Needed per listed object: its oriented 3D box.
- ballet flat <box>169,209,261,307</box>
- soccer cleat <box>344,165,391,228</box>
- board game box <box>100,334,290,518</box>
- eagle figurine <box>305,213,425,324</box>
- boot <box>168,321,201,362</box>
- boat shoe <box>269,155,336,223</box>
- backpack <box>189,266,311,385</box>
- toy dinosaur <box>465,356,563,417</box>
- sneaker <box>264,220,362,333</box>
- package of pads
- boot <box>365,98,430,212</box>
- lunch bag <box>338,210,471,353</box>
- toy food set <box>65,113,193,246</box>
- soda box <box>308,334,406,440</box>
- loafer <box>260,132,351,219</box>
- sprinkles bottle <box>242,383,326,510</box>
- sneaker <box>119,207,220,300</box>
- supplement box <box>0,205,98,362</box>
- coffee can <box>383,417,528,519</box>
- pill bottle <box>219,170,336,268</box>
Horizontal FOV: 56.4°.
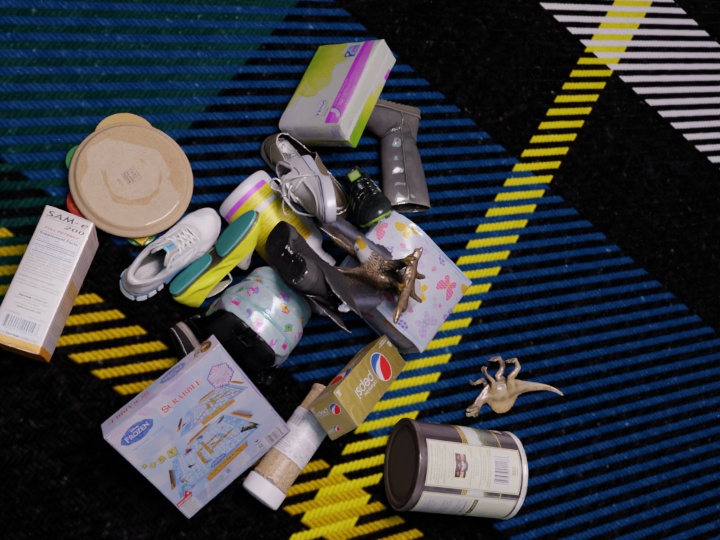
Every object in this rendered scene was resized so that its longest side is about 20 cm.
[{"bbox_3d":[-0.218,-0.013,1.077,0.200,0.067,0.067,-42,127,8],"label":"ballet flat"},{"bbox_3d":[0.005,-0.129,1.153,0.067,0.200,0.081,-29,110,2],"label":"soccer cleat"},{"bbox_3d":[-0.235,0.231,0.986,0.199,0.041,0.200,-39,121,-12],"label":"board game box"},{"bbox_3d":[-0.001,-0.006,1.057,0.152,0.198,0.153,-33,126,-55],"label":"eagle figurine"},{"bbox_3d":[-0.296,0.195,1.029,0.149,0.073,0.202,-21,94,-24],"label":"boot"},{"bbox_3d":[-0.099,-0.129,1.057,0.085,0.202,0.075,-8,124,-17],"label":"boat shoe"},{"bbox_3d":[-0.162,0.078,1.034,0.166,0.200,0.127,37,66,-8],"label":"backpack"},{"bbox_3d":[0.273,0.214,1.256,0.198,0.058,0.102,-13,98,-15],"label":"toy dinosaur"},{"bbox_3d":[-0.070,0.005,0.981,0.104,0.200,0.060,34,101,-34],"label":"sneaker"},{"bbox_3d":[-0.044,-0.315,1.195,0.068,0.153,0.201,46,60,-47],"label":"package of pads"},{"bbox_3d":[0.046,-0.213,1.257,0.180,0.072,0.202,3,84,-18],"label":"boot"},{"bbox_3d":[0.064,0.018,1.175,0.200,0.127,0.170,44,69,-17],"label":"lunch bag"},{"bbox_3d":[-0.374,-0.146,1.088,0.200,0.049,0.199,39,68,-9],"label":"toy food set"},{"bbox_3d":[-0.001,0.186,1.092,0.068,0.064,0.200,54,34,-3],"label":"soda box"},{"bbox_3d":[-0.094,-0.165,1.185,0.200,0.070,0.075,42,68,-7],"label":"loafer"},{"bbox_3d":[-0.105,0.281,1.082,0.068,0.068,0.201,40,68,-8],"label":"sprinkles bottle"},{"bbox_3d":[-0.295,-0.032,1.072,0.075,0.087,0.200,44,66,-4],"label":"sneaker"},{"bbox_3d":[-0.456,0.023,0.978,0.073,0.126,0.202,20,71,-13],"label":"supplement box"},{"bbox_3d":[0.157,0.334,1.125,0.198,0.146,0.148,12,74,-18],"label":"coffee can"},{"bbox_3d":[-0.134,-0.062,1.128,0.200,0.104,0.104,47,67,-5],"label":"pill bottle"}]
